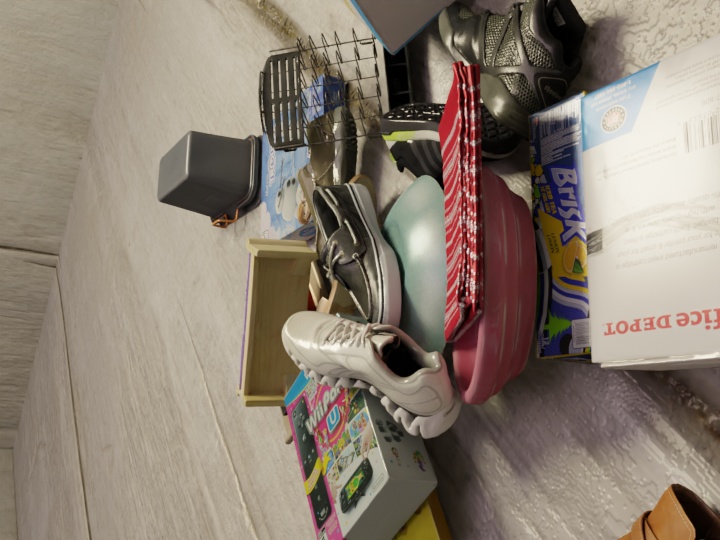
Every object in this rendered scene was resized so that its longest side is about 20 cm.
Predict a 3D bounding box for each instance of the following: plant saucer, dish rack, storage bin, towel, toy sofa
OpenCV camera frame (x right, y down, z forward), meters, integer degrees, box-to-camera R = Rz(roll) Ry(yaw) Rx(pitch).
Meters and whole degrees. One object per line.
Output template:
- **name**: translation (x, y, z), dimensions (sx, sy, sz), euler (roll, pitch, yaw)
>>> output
- **plant saucer**: translation (0.114, 0.013, 0.652), dimensions (0.201, 0.049, 0.207), euler (2, -90, -90)
- **dish rack**: translation (-0.034, -0.228, 0.910), dimensions (0.055, 0.194, 0.158), euler (60, -157, -69)
- **storage bin**: translation (-0.266, -0.156, 1.292), dimensions (0.198, 0.131, 0.150), euler (-19, 67, 56)
- **plant saucer**: translation (0.048, 0.003, 0.782), dimensions (0.201, 0.038, 0.208), euler (-179, 90, -75)
- **towel**: translation (0.081, -0.052, 0.626), dimensions (0.145, 0.022, 0.206), euler (88, -177, -76)
- **toy sofa**: translation (-0.111, 0.064, 0.946), dimensions (0.097, 0.081, 0.206), euler (-151, 65, -67)

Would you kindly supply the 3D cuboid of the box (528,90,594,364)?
- **box**: translation (0.183, -0.031, 0.599), dimensions (0.064, 0.069, 0.206), euler (-16, 69, 56)

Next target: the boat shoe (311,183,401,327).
- **boat shoe**: translation (-0.010, -0.014, 0.786), dimensions (0.203, 0.069, 0.073), euler (-110, 27, -43)

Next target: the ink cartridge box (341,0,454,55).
- **ink cartridge box**: translation (0.019, -0.378, 0.831), dimensions (0.146, 0.146, 0.201), euler (-39, 44, 7)

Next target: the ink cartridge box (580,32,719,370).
- **ink cartridge box**: translation (0.233, -0.038, 0.507), dimensions (0.143, 0.082, 0.206), euler (-16, 69, 56)

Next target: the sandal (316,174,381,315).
- **sandal**: translation (0.004, 0.000, 0.897), dimensions (0.069, 0.077, 0.217), euler (26, 108, 35)

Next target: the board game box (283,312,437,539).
- **board game box**: translation (-0.008, 0.172, 0.773), dimensions (0.149, 0.063, 0.203), euler (-58, 35, 32)

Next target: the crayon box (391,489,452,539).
- **crayon box**: translation (0.030, 0.272, 0.791), dimensions (0.201, 0.050, 0.129), euler (-55, 40, 37)

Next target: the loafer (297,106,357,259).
- **loafer**: translation (-0.042, -0.105, 0.952), dimensions (0.068, 0.075, 0.206), euler (-2, 79, 19)

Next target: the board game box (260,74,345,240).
- **board game box**: translation (-0.087, -0.147, 1.085), dimensions (0.198, 0.042, 0.206), euler (-24, 63, 55)

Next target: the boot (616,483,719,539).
- **boot**: translation (0.223, 0.258, 0.479), dimensions (0.158, 0.075, 0.201), euler (-62, 30, 22)

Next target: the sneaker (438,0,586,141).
- **sneaker**: translation (0.146, -0.221, 0.705), dimensions (0.115, 0.075, 0.202), euler (-50, 37, 24)

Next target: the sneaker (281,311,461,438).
- **sneaker**: translation (0.005, 0.076, 0.698), dimensions (0.196, 0.076, 0.082), euler (21, 146, 29)

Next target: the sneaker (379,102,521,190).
- **sneaker**: translation (0.097, -0.127, 0.787), dimensions (0.198, 0.071, 0.085), euler (24, 137, 53)

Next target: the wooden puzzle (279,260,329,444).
- **wooden puzzle**: translation (-0.088, 0.107, 1.032), dimensions (0.186, 0.036, 0.203), euler (-54, 41, 38)
